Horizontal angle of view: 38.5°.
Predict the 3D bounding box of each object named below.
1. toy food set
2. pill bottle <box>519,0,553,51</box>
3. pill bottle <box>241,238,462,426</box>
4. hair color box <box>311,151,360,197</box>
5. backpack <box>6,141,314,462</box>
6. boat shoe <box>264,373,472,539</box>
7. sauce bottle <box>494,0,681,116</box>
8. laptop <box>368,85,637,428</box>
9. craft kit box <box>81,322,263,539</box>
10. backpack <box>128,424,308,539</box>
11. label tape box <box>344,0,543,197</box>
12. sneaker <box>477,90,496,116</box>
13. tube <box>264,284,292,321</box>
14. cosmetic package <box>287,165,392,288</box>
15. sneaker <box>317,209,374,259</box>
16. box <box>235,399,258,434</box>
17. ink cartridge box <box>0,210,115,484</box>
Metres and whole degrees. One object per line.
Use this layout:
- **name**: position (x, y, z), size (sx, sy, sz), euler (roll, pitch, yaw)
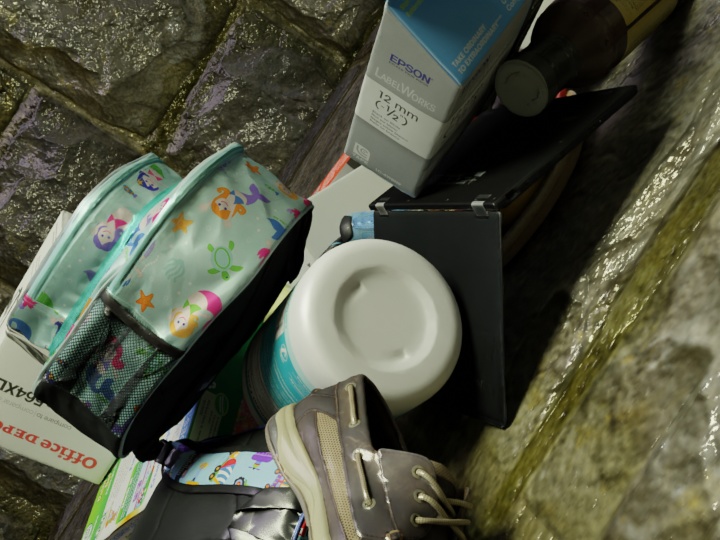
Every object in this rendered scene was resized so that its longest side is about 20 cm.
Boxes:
- **toy food set**: position (0.111, -0.072, 0.840), size (0.198, 0.049, 0.200), euler (-53, 12, 18)
- **pill bottle**: position (0.145, -0.227, 0.891), size (0.116, 0.116, 0.200), euler (-55, 4, 8)
- **pill bottle**: position (-0.017, 0.062, 0.708), size (0.111, 0.110, 0.200), euler (-63, 8, -27)
- **hair color box**: position (0.032, -0.111, 1.139), size (0.200, 0.101, 0.061), euler (-51, 13, 33)
- **backpack**: position (-0.127, 0.004, 0.708), size (0.200, 0.151, 0.178), euler (-46, 3, 19)
- **boat shoe**: position (0.015, 0.123, 0.523), size (0.073, 0.074, 0.200), euler (-42, 46, 6)
- **sauce bottle**: position (0.160, -0.169, 0.715), size (0.200, 0.065, 0.065), euler (-40, -1, -39)
- **laptop**: position (0.092, -0.017, 0.712), size (0.200, 0.116, 0.187), euler (-40, 18, -16)
- **craft kit box**: position (-0.165, 0.143, 0.900), size (0.197, 0.048, 0.201), euler (-37, 31, 42)
- **backpack**: position (-0.070, 0.193, 0.672), size (0.200, 0.134, 0.183), euler (-23, 35, 46)
- **label tape box**: position (0.066, -0.156, 0.650), size (0.143, 0.066, 0.200), euler (-53, -5, -26)
- **sneaker**: position (0.095, -0.186, 1.036), size (0.200, 0.091, 0.076), euler (-38, 28, -31)
- **tube**: position (-0.092, 0.030, 0.986), size (0.200, 0.052, 0.058), euler (29, 111, 57)
- **cosmetic package**: position (0.005, -0.059, 1.000), size (0.200, 0.071, 0.101), euler (-34, 1, -27)
- **sneaker**: position (0.000, 0.000, 0.890), size (0.200, 0.089, 0.079), euler (107, 158, -57)
- **box**: position (-0.126, 0.214, 0.938), size (0.100, 0.095, 0.201), euler (-32, 27, 60)
- **ink cartridge box**: position (-0.250, 0.073, 0.924), size (0.200, 0.146, 0.084), euler (-57, 24, 12)
